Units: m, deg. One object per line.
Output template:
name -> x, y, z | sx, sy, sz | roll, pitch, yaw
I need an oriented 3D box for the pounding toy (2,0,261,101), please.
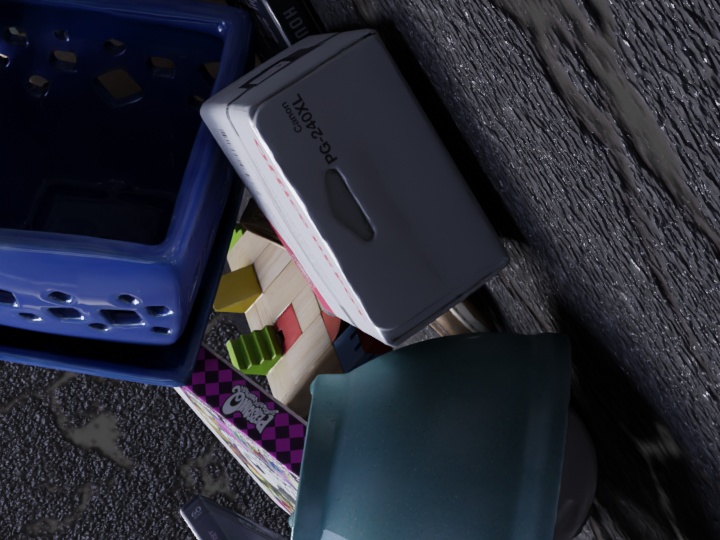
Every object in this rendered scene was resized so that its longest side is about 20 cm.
pounding toy -> -0.174, -0.146, 1.741 | 0.143, 0.184, 0.200 | 58, 174, -8

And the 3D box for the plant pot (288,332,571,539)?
plant pot -> 0.031, 0.123, 1.311 | 0.200, 0.133, 0.201 | 8, -90, -89

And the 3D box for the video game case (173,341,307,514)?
video game case -> -0.029, 0.138, 1.574 | 0.200, 0.036, 0.181 | 34, 166, 44

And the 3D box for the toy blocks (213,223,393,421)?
toy blocks -> -0.018, 0.013, 1.658 | 0.137, 0.100, 0.201 | -48, 51, 40

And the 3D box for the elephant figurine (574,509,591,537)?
elephant figurine -> 0.053, 0.143, 1.690 | 0.142, 0.155, 0.200 | 62, 178, 1

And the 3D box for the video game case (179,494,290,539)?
video game case -> -0.011, 0.214, 1.334 | 0.200, 0.019, 0.143 | 53, -171, 31

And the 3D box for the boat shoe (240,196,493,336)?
boat shoe -> 0.000, 0.000, 1.543 | 0.200, 0.069, 0.074 | 39, 179, 37

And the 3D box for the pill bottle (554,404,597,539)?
pill bottle -> 0.067, 0.110, 1.511 | 0.112, 0.112, 0.200 | 58, 173, -10

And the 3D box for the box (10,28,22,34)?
box -> -0.215, -0.170, 2.203 | 0.201, 0.124, 0.149 | 61, 173, -24

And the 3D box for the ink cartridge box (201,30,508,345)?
ink cartridge box -> -0.007, -0.049, 1.351 | 0.146, 0.083, 0.200 | 58, 173, -10

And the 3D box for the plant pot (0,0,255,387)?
plant pot -> -0.173, -0.045, 1.534 | 0.180, 0.199, 0.201 | 85, -165, -55

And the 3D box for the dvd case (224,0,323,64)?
dvd case -> -0.039, -0.132, 1.529 | 0.200, 0.025, 0.150 | 59, 173, -20
